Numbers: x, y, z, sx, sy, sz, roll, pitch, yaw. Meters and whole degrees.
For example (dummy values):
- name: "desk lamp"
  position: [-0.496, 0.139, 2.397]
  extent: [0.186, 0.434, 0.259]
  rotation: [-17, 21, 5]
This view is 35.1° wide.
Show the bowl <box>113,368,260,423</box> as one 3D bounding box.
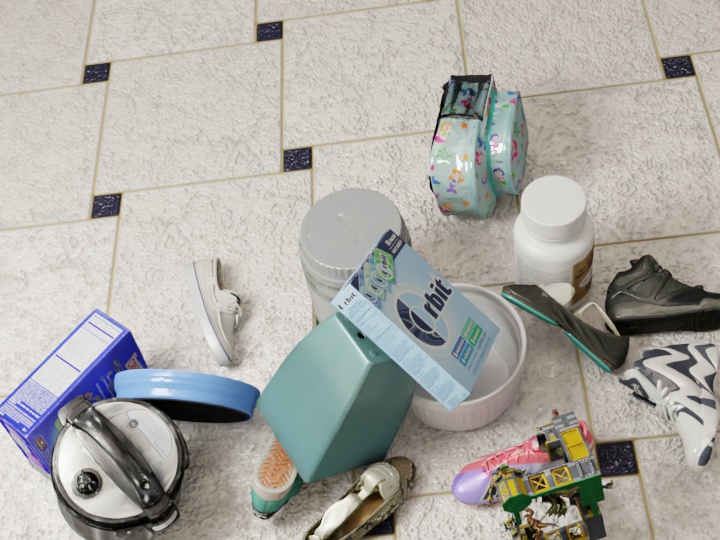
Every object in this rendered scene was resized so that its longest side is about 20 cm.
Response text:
- name: "bowl"
  position: [-0.238, 0.175, 1.554]
  extent: [0.199, 0.201, 0.040]
  rotation: [2, 73, 11]

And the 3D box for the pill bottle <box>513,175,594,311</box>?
- name: "pill bottle"
  position: [0.274, -0.037, 1.615]
  extent: [0.114, 0.200, 0.115]
  rotation: [-4, 53, 6]

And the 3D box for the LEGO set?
- name: "LEGO set"
  position: [0.229, 0.263, 1.413]
  extent: [0.153, 0.200, 0.116]
  rotation: [-24, 44, 8]

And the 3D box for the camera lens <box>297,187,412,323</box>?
- name: "camera lens"
  position: [0.000, 0.000, 1.634]
  extent: [0.159, 0.200, 0.161]
  rotation: [-5, 53, 6]

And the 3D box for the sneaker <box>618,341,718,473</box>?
- name: "sneaker"
  position: [0.406, 0.176, 1.511]
  extent: [0.129, 0.080, 0.200]
  rotation: [4, 54, 14]

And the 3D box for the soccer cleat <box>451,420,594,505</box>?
- name: "soccer cleat"
  position: [0.211, 0.248, 1.492]
  extent: [0.199, 0.077, 0.067]
  rotation: [-18, 53, -4]

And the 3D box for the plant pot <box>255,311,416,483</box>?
- name: "plant pot"
  position: [-0.018, 0.147, 1.485]
  extent: [0.141, 0.200, 0.141]
  rotation: [-10, 50, -40]

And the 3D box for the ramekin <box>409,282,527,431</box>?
- name: "ramekin"
  position: [0.132, 0.126, 1.578]
  extent: [0.199, 0.105, 0.201]
  rotation: [-4, 53, 6]

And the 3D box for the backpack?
- name: "backpack"
  position: [0.179, -0.181, 1.755]
  extent: [0.150, 0.178, 0.201]
  rotation: [9, 59, 22]

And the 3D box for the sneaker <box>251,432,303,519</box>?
- name: "sneaker"
  position: [-0.098, 0.254, 1.549]
  extent: [0.071, 0.080, 0.200]
  rotation: [27, 40, 9]

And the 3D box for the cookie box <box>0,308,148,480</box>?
- name: "cookie box"
  position: [-0.391, 0.180, 1.588]
  extent: [0.075, 0.172, 0.200]
  rotation: [30, 63, 24]

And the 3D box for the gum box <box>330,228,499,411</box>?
- name: "gum box"
  position: [0.074, 0.059, 1.440]
  extent: [0.200, 0.045, 0.170]
  rotation: [42, 32, -4]

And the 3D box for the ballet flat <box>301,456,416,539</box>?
- name: "ballet flat"
  position: [-0.001, 0.307, 1.486]
  extent: [0.200, 0.075, 0.068]
  rotation: [-41, 57, -20]

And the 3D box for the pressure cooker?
- name: "pressure cooker"
  position: [-0.311, 0.261, 1.473]
  extent: [0.175, 0.200, 0.180]
  rotation: [7, 65, -7]

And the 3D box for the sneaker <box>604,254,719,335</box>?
- name: "sneaker"
  position: [0.447, 0.029, 1.614]
  extent: [0.198, 0.076, 0.115]
  rotation: [-3, 59, 14]

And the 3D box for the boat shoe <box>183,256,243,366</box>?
- name: "boat shoe"
  position: [-0.212, 0.056, 1.716]
  extent: [0.069, 0.071, 0.200]
  rotation: [-21, 46, -3]

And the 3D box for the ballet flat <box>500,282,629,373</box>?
- name: "ballet flat"
  position: [0.291, 0.062, 1.585]
  extent: [0.200, 0.068, 0.069]
  rotation: [36, 87, -5]
